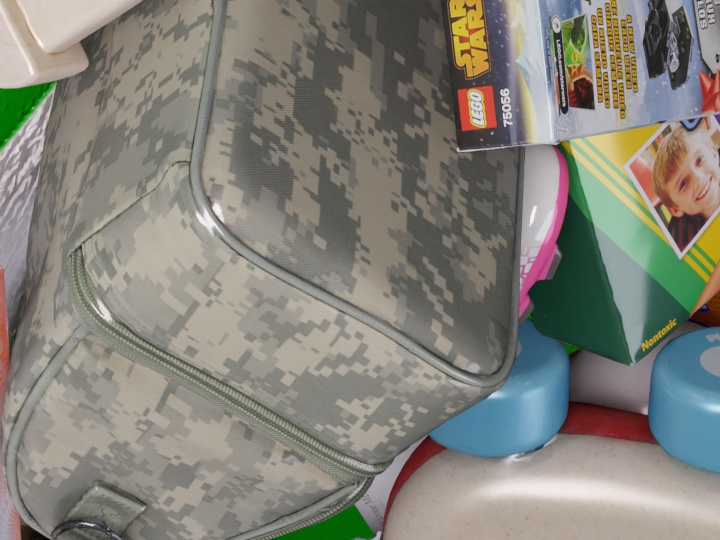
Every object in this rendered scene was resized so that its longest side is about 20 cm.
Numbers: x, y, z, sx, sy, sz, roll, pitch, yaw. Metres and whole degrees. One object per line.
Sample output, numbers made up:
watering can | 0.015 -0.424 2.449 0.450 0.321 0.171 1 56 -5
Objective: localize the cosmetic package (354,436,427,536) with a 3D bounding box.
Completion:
cosmetic package | 0.001 0.028 1.148 0.082 0.051 0.200 -24 134 7

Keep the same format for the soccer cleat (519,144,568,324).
soccer cleat | 0.000 0.000 0.995 0.200 0.086 0.070 -36 -136 56

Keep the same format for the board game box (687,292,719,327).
board game box | 0.152 -0.083 1.254 0.201 0.199 0.200 -58 144 -11

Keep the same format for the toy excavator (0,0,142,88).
toy excavator | -0.046 -0.157 0.791 0.100 0.193 0.202 -20 108 -65

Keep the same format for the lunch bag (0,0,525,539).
lunch bag | -0.043 -0.016 0.890 0.168 0.139 0.201 -37 -146 36

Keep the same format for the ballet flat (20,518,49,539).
ballet flat | -0.121 0.081 1.062 0.062 0.068 0.201 3 123 -32

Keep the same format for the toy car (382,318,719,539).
toy car | 0.104 0.079 1.136 0.200 0.175 0.186 -75 167 -60

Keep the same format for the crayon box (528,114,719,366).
crayon box | 0.129 -0.093 1.026 0.200 0.058 0.173 -38 126 -28

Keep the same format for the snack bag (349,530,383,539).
snack bag | -0.054 0.150 1.200 0.199 0.022 0.188 -20 171 16

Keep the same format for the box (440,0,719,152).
box | 0.069 -0.144 0.878 0.137 0.040 0.202 -11 96 -56

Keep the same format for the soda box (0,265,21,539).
soda box | -0.158 0.065 0.903 0.068 0.063 0.201 -50 159 -34
